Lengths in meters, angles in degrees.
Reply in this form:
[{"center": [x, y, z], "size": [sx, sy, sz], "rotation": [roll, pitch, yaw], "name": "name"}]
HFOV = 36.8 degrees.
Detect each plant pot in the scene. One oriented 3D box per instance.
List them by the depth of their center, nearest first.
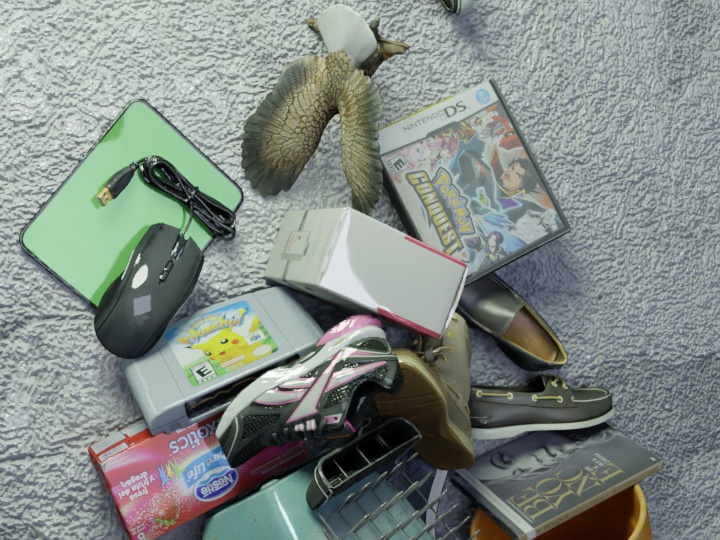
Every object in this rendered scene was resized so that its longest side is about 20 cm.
[{"center": [-0.047, 0.300, 1.083], "size": [0.195, 0.195, 0.202], "rotation": [-20, 80, -52], "name": "plant pot"}, {"center": [0.241, 0.349, 1.230], "size": [0.198, 0.200, 0.186], "rotation": [-28, 115, -19], "name": "plant pot"}]

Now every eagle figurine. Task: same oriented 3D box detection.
[{"center": [-0.024, -0.165, 1.138], "size": [0.150, 0.151, 0.203], "rotation": [29, 77, -26], "name": "eagle figurine"}]

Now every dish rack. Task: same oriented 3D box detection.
[{"center": [0.049, 0.248, 1.022], "size": [0.201, 0.055, 0.152], "rotation": [50, 36, 16], "name": "dish rack"}]

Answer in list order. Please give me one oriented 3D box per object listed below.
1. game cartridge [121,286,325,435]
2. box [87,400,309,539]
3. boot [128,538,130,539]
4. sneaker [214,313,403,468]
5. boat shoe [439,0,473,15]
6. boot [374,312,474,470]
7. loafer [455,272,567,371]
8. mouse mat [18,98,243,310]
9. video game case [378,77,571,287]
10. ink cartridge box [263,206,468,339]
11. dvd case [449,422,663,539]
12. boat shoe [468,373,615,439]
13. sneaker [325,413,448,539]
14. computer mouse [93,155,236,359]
[{"center": [-0.139, 0.084, 1.097], "size": [0.197, 0.133, 0.041], "rotation": [-23, 122, -17], "name": "game cartridge"}, {"center": [-0.166, 0.184, 1.103], "size": [0.198, 0.099, 0.097], "rotation": [-26, 100, -20], "name": "box"}, {"center": [-0.158, 0.348, 1.131], "size": [0.142, 0.070, 0.205], "rotation": [-16, 99, -27], "name": "boot"}, {"center": [-0.046, 0.129, 1.021], "size": [0.199, 0.080, 0.087], "rotation": [-38, 66, 3], "name": "sneaker"}, {"center": [0.067, -0.377, 1.219], "size": [0.056, 0.069, 0.203], "rotation": [-24, 93, -12], "name": "boat shoe"}, {"center": [0.072, 0.101, 1.155], "size": [0.201, 0.072, 0.158], "rotation": [52, 33, -43], "name": "boot"}, {"center": [0.163, 0.046, 1.249], "size": [0.199, 0.072, 0.073], "rotation": [35, 79, -17], "name": "loafer"}, {"center": [-0.234, -0.056, 1.126], "size": [0.161, 0.008, 0.201], "rotation": [42, 76, -17], "name": "mouse mat"}, {"center": [0.122, -0.097, 1.233], "size": [0.179, 0.025, 0.203], "rotation": [-25, 85, -20], "name": "video game case"}, {"center": [0.000, 0.000, 1.117], "size": [0.145, 0.200, 0.084], "rotation": [23, 84, -19], "name": "ink cartridge box"}, {"center": [0.220, 0.228, 1.234], "size": [0.197, 0.148, 0.016], "rotation": [-22, 116, -20], "name": "dvd case"}, {"center": [0.210, 0.154, 1.269], "size": [0.197, 0.072, 0.062], "rotation": [-5, 96, -19], "name": "boat shoe"}, {"center": [0.017, 0.259, 1.181], "size": [0.144, 0.076, 0.206], "rotation": [20, 73, -32], "name": "sneaker"}, {"center": [-0.217, -0.022, 1.089], "size": [0.140, 0.046, 0.201], "rotation": [42, 64, -16], "name": "computer mouse"}]
